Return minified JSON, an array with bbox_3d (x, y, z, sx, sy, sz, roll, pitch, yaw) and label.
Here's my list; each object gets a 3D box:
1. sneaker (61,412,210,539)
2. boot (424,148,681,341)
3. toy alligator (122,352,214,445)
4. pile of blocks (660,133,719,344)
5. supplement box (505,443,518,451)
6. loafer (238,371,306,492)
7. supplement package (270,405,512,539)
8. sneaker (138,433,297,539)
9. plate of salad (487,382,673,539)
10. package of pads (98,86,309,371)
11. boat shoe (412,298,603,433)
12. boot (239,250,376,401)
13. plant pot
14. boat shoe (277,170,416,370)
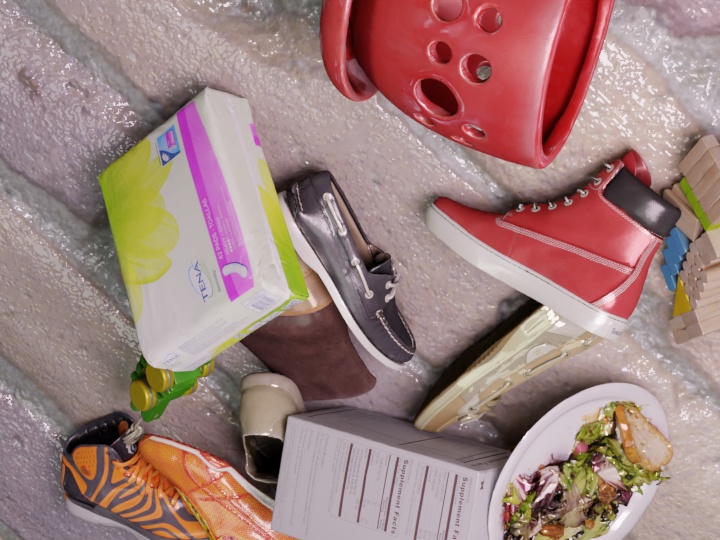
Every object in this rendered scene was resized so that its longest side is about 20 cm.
[{"bbox_3d":[-0.214,0.211,1.542,0.199,0.078,0.112,9,124,13],"label":"sneaker"},{"bbox_3d":[0.159,-0.050,1.265,0.200,0.072,0.145,29,99,26],"label":"boot"},{"bbox_3d":[-0.193,0.102,1.444,0.054,0.059,0.200,61,140,14],"label":"toy alligator"},{"bbox_3d":[0.290,-0.028,1.243,0.062,0.082,0.200,-17,135,-21],"label":"pile of blocks"},{"bbox_3d":[0.100,0.230,1.453,0.200,0.067,0.069,-30,108,31],"label":"supplement box"},{"bbox_3d":[-0.075,0.178,1.458,0.075,0.068,0.200,-1,138,23],"label":"loafer"},{"bbox_3d":[0.037,0.201,1.377,0.200,0.114,0.110,13,97,32],"label":"supplement package"},{"bbox_3d":[-0.137,0.229,1.491,0.200,0.077,0.073,36,167,-1],"label":"sneaker"},{"bbox_3d":[0.198,0.191,1.338,0.048,0.200,0.201,39,140,48],"label":"plate of salad"},{"bbox_3d":[-0.140,-0.031,1.310,0.154,0.068,0.200,-33,63,31],"label":"package of pads"},{"bbox_3d":[0.126,0.091,1.357,0.063,0.073,0.201,44,117,-5],"label":"boat shoe"},{"bbox_3d":[-0.099,0.060,1.414,0.200,0.072,0.167,-9,123,31],"label":"boot"},{"bbox_3d":[0.081,-0.195,1.123,0.182,0.200,0.201,21,125,16],"label":"plant pot"},{"bbox_3d":[0.000,0.000,1.344,0.060,0.074,0.200,-30,109,14],"label":"boat shoe"}]
